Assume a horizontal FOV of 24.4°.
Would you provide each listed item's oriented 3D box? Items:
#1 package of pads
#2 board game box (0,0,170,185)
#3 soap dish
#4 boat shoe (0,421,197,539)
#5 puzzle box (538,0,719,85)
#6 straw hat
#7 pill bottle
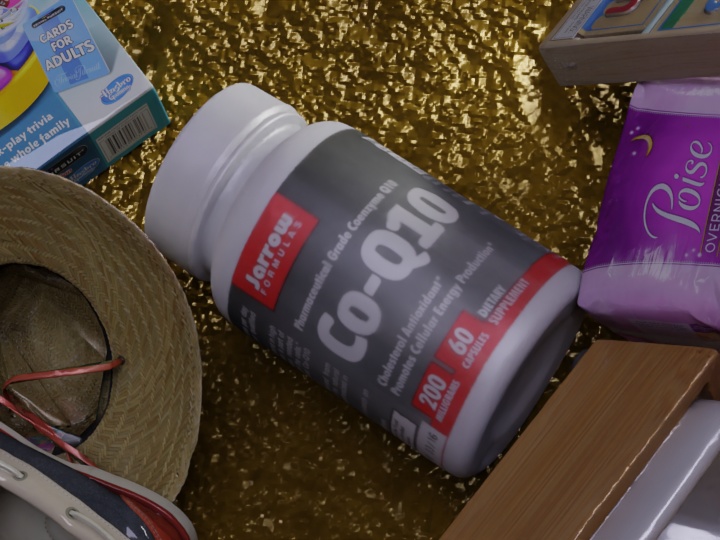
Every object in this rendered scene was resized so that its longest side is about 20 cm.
[{"bbox_3d":[0.200,-0.022,0.721,0.199,0.075,0.122,6,75,43],"label":"package of pads"},{"bbox_3d":[-0.222,-0.116,0.908,0.150,0.047,0.200,-37,70,-8],"label":"board game box"},{"bbox_3d":[0.094,0.139,0.726,0.081,0.158,0.200,31,74,33],"label":"soap dish"},{"bbox_3d":[-0.173,0.112,0.763,0.198,0.063,0.072,19,111,7],"label":"boat shoe"},{"bbox_3d":[0.186,-0.164,0.792,0.132,0.025,0.200,3,47,50],"label":"puzzle box"},{"bbox_3d":[-0.155,0.038,0.816,0.199,0.085,0.203,3,106,11],"label":"straw hat"},{"bbox_3d":[0.000,0.000,0.804,0.199,0.114,0.114,32,75,16],"label":"pill bottle"}]
